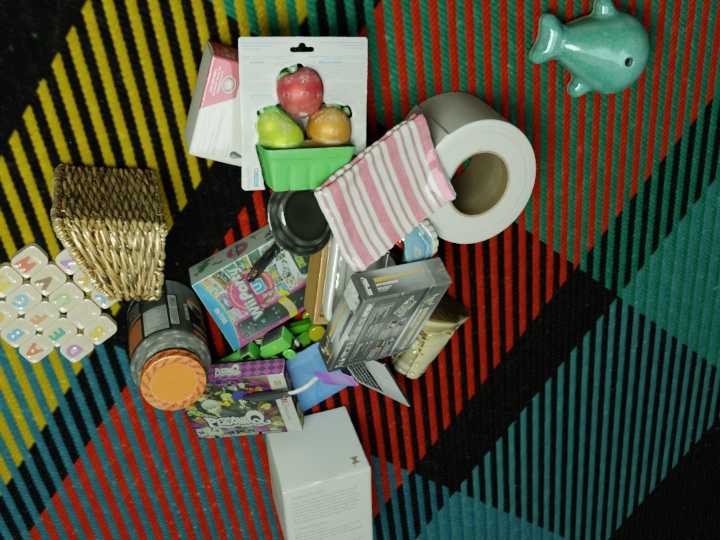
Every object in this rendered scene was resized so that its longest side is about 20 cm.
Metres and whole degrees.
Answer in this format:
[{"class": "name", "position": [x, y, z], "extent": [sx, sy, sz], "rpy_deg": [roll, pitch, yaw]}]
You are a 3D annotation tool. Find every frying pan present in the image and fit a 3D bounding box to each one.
[{"class": "frying pan", "position": [-0.099, -0.046, 1.197], "extent": [0.113, 0.031, 0.194], "rpy_deg": [26, 115, 17]}]

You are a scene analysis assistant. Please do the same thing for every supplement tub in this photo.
[{"class": "supplement tub", "position": [-0.295, 0.114, 1.212], "extent": [0.120, 0.201, 0.125], "rpy_deg": [-9, 122, -14]}]

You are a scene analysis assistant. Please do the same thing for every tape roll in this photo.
[{"class": "tape roll", "position": [0.161, -0.164, 1.255], "extent": [0.198, 0.140, 0.207], "rpy_deg": [-9, 122, -15]}]

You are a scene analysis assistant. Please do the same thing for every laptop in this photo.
[{"class": "laptop", "position": [-0.038, 0.210, 1.379], "extent": [0.117, 0.197, 0.188], "rpy_deg": [-58, 150, -18]}]

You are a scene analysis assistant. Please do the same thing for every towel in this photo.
[{"class": "towel", "position": [0.039, -0.107, 1.115], "extent": [0.199, 0.030, 0.148], "rpy_deg": [-39, 123, -15]}]

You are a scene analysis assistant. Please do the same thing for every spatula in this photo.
[{"class": "spatula", "position": [-0.101, 0.189, 1.266], "extent": [0.196, 0.021, 0.057], "rpy_deg": [-16, 147, 15]}]

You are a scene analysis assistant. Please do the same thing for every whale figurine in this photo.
[{"class": "whale figurine", "position": [0.367, -0.348, 1.245], "extent": [0.195, 0.104, 0.162], "rpy_deg": [5, 117, -22]}]

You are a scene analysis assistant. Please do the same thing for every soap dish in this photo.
[{"class": "soap dish", "position": [0.000, 0.000, 1.278], "extent": [0.197, 0.080, 0.161], "rpy_deg": [-1, 103, -41]}]

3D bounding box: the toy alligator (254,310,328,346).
[{"class": "toy alligator", "position": [-0.085, 0.106, 1.367], "extent": [0.196, 0.060, 0.055], "rpy_deg": [-19, 123, -8]}]

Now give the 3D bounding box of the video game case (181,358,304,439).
[{"class": "video game case", "position": [-0.207, 0.222, 1.344], "extent": [0.195, 0.036, 0.183], "rpy_deg": [-5, 138, 5]}]

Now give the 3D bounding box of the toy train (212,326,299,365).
[{"class": "toy train", "position": [-0.189, 0.151, 1.332], "extent": [0.197, 0.042, 0.057], "rpy_deg": [-27, 125, 24]}]

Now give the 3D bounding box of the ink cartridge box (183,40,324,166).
[{"class": "ink cartridge box", "position": [-0.142, -0.227, 1.144], "extent": [0.196, 0.083, 0.149], "rpy_deg": [10, 114, -24]}]

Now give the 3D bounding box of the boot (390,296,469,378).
[{"class": "boot", "position": [0.106, 0.122, 1.399], "extent": [0.156, 0.073, 0.199], "rpy_deg": [-52, 161, 17]}]

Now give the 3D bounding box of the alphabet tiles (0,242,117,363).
[{"class": "alphabet tiles", "position": [-0.475, 0.054, 1.226], "extent": [0.194, 0.015, 0.201], "rpy_deg": [-35, 124, 2]}]

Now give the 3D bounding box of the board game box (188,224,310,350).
[{"class": "board game box", "position": [-0.158, 0.017, 1.290], "extent": [0.197, 0.065, 0.149], "rpy_deg": [-29, 123, -2]}]

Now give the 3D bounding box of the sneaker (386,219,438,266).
[{"class": "sneaker", "position": [0.028, -0.084, 1.193], "extent": [0.090, 0.200, 0.079], "rpy_deg": [-38, 169, -34]}]

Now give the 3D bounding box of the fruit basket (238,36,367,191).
[{"class": "fruit basket", "position": [-0.079, -0.215, 1.086], "extent": [0.181, 0.094, 0.205], "rpy_deg": [-6, 105, -19]}]

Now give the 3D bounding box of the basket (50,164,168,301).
[{"class": "basket", "position": [-0.355, -0.046, 1.102], "extent": [0.146, 0.201, 0.146], "rpy_deg": [1, 120, -22]}]

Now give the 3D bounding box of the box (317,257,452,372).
[{"class": "box", "position": [0.034, 0.069, 1.209], "extent": [0.155, 0.049, 0.201], "rpy_deg": [-12, 149, -28]}]

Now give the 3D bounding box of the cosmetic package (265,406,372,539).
[{"class": "cosmetic package", "position": [-0.077, 0.398, 1.467], "extent": [0.163, 0.167, 0.204], "rpy_deg": [-11, 125, -14]}]
